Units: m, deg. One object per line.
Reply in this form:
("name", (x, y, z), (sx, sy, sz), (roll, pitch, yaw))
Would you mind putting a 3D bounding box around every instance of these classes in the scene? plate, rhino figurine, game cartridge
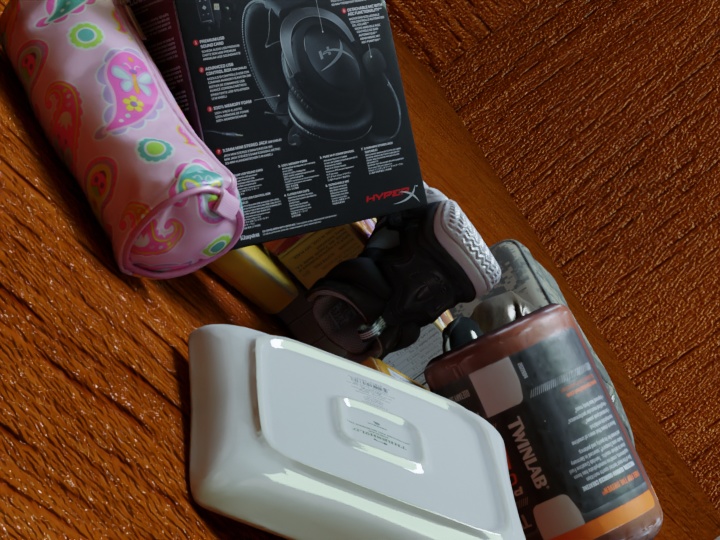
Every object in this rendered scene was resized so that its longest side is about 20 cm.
("plate", (0.004, 0.097, 1.235), (0.199, 0.032, 0.200), (21, 21, -13))
("rhino figurine", (0.085, 0.078, 1.755), (0.200, 0.060, 0.088), (139, -49, -60))
("game cartridge", (-0.012, 0.049, 1.684), (0.130, 0.038, 0.200), (56, 8, -7))
("game cartridge", (-0.132, -0.073, 1.536), (0.200, 0.032, 0.177), (38, 18, -55))

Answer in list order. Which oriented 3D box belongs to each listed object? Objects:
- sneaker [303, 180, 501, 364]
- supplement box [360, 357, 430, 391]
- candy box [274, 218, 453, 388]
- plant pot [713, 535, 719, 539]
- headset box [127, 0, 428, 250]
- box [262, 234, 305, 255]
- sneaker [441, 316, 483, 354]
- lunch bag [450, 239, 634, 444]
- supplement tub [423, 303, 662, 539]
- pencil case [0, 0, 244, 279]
("sneaker", (0.015, -0.001, 1.502), (0.076, 0.114, 0.200), (55, -5, -14))
("supplement box", (0.029, 0.116, 1.518), (0.069, 0.066, 0.200), (61, 11, 24))
("candy box", (0.000, 0.000, 1.657), (0.200, 0.056, 0.117), (48, 9, -40))
("plant pot", (0.229, 0.287, 1.370), (0.180, 0.200, 0.200), (39, 28, -14))
("headset box", (-0.056, -0.120, 1.419), (0.077, 0.148, 0.201), (-10, -87, 59))
("box", (-0.078, -0.121, 1.582), (0.100, 0.095, 0.200), (46, 11, -44))
("sneaker", (0.129, 0.111, 1.565), (0.201, 0.087, 0.076), (62, 12, -6))
("lunch bag", (0.147, 0.103, 1.974), (0.168, 0.139, 0.200), (45, 13, -43))
("supplement tub", (0.125, 0.129, 1.474), (0.201, 0.107, 0.107), (65, 9, 4))
("pencil case", (-0.142, -0.089, 1.346), (0.200, 0.087, 0.087), (59, 10, 31))
